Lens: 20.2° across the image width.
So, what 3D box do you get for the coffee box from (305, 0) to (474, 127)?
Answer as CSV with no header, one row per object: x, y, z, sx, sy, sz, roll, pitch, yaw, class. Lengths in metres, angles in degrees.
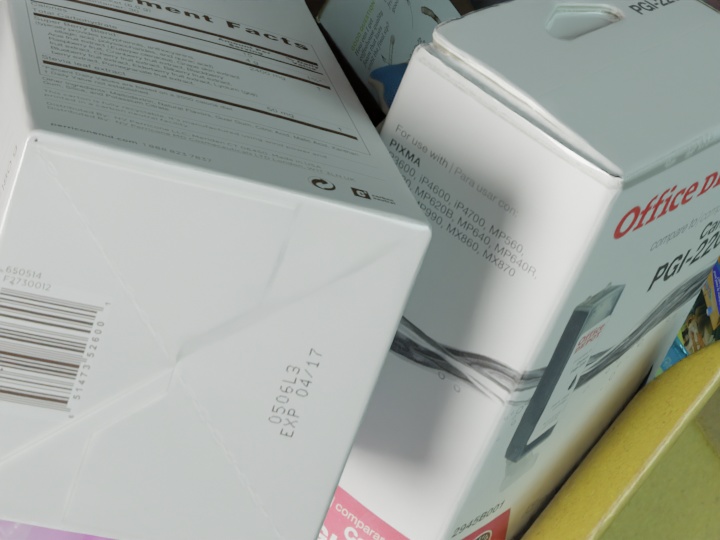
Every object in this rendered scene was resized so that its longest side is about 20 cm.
0.003,-0.066,0.876,0.200,0.114,0.080,53,53,-40,coffee box

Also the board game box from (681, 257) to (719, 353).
0.182,0.041,1.166,0.200,0.045,0.152,-36,120,-45,board game box

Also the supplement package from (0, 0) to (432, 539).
-0.072,-0.016,0.646,0.120,0.200,0.121,12,112,-19,supplement package

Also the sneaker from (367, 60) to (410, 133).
0.000,0.000,0.802,0.072,0.072,0.200,13,124,-19,sneaker

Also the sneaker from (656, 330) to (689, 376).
0.090,0.072,0.980,0.080,0.131,0.200,48,56,-43,sneaker

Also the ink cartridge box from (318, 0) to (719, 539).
0.054,0.008,0.697,0.146,0.085,0.200,-26,145,-50,ink cartridge box

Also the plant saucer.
0.106,0.140,0.754,0.200,0.048,0.200,-50,134,-12,plant saucer

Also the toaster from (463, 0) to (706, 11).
0.053,-0.152,0.896,0.114,0.200,0.129,-65,154,-28,toaster

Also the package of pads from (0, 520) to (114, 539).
-0.127,0.168,0.714,0.200,0.120,0.076,-53,175,-37,package of pads
